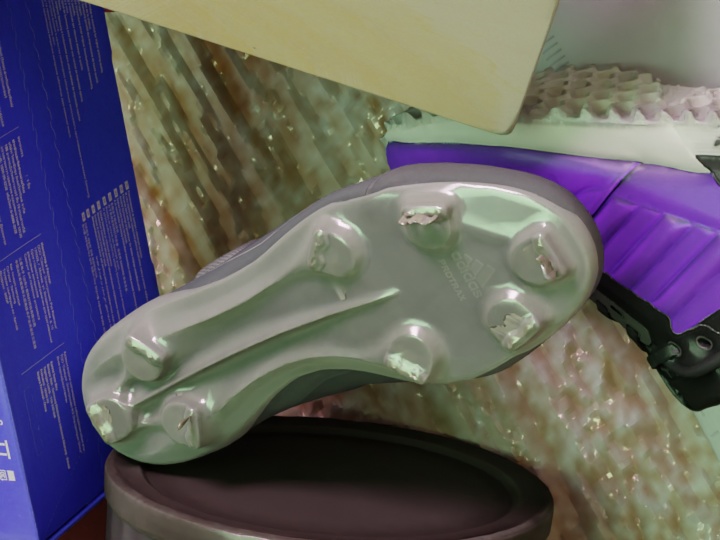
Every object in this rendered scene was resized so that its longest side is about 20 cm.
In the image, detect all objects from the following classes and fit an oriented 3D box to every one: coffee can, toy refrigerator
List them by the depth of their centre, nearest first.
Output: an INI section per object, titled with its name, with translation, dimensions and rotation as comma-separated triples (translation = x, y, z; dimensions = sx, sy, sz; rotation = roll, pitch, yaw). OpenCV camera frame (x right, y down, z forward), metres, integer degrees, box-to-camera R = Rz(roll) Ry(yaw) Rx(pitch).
[toy refrigerator]
translation = -0.036, -0.112, 0.830
dimensions = 0.199, 0.076, 0.070
rotation = 18, 137, 0
[coffee can]
translation = -0.019, 0.163, 0.929
dimensions = 0.146, 0.146, 0.201
rotation = 13, 104, 34

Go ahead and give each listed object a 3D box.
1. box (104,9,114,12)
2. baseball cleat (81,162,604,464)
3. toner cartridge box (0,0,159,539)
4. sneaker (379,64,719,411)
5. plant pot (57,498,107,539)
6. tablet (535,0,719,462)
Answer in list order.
[box]
translation = -0.043, -0.163, 0.930
dimensions = 0.200, 0.100, 0.096
rotation = -24, 82, 35
[baseball cleat]
translation = 0.000, 0.000, 0.874
dimensions = 0.200, 0.106, 0.070
rotation = -18, 106, 35
[toner cartridge box]
translation = -0.114, -0.020, 0.909
dimensions = 0.043, 0.095, 0.201
rotation = 2, 114, 27
[sneaker]
translation = 0.090, -0.007, 0.859
dimensions = 0.200, 0.069, 0.100
rotation = 7, 107, 38
[plant pot]
translation = -0.166, 0.137, 0.988
dimensions = 0.200, 0.177, 0.201
rotation = 18, 133, 21
[tablet]
translation = 0.121, -0.042, 0.882
dimensions = 0.130, 0.014, 0.200
rotation = -36, 76, 34
